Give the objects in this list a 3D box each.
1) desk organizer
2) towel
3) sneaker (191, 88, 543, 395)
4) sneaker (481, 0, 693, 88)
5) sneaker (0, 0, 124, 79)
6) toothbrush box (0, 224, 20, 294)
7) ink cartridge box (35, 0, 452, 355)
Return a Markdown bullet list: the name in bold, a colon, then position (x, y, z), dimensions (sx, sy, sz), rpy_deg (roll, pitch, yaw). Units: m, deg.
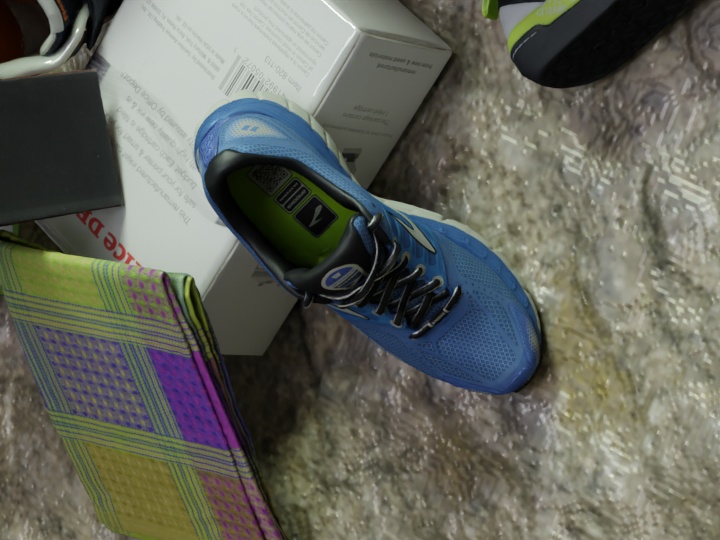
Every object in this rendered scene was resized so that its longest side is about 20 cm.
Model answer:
- **desk organizer**: position (-0.217, -0.048, 1.183), dimensions (0.077, 0.200, 0.072), rpy_deg (-11, 91, 40)
- **towel**: position (-0.110, 0.070, 1.241), dimensions (0.144, 0.023, 0.200), rpy_deg (9, 131, 40)
- **sneaker**: position (0.000, 0.000, 1.150), dimensions (0.200, 0.089, 0.079), rpy_deg (35, 110, -10)
- **sneaker**: position (0.130, -0.165, 1.118), dimensions (0.200, 0.072, 0.083), rpy_deg (-36, 63, 29)
- **sneaker**: position (-0.159, -0.151, 1.272), dimensions (0.079, 0.200, 0.078), rpy_deg (-7, 122, 52)
- **toothbrush box**: position (-0.265, -0.052, 1.359), dimensions (0.200, 0.086, 0.146), rpy_deg (-12, 78, 58)
- **ink cartridge box**: position (-0.069, -0.076, 1.253), dimensions (0.147, 0.083, 0.200), rpy_deg (45, 113, 31)
